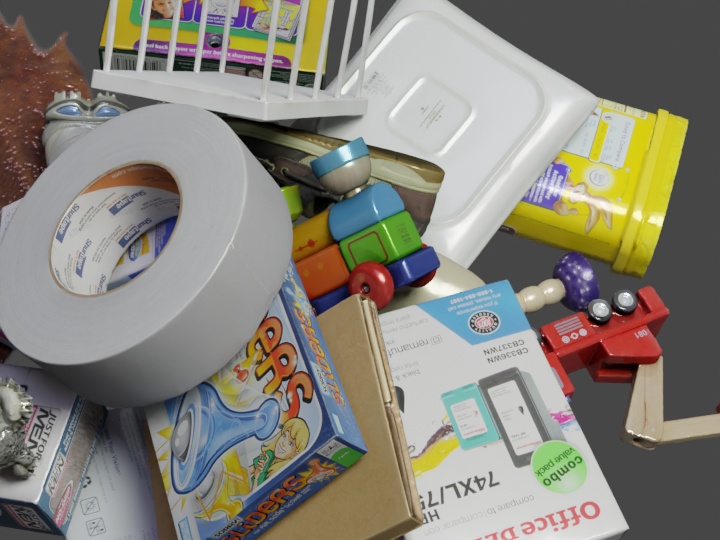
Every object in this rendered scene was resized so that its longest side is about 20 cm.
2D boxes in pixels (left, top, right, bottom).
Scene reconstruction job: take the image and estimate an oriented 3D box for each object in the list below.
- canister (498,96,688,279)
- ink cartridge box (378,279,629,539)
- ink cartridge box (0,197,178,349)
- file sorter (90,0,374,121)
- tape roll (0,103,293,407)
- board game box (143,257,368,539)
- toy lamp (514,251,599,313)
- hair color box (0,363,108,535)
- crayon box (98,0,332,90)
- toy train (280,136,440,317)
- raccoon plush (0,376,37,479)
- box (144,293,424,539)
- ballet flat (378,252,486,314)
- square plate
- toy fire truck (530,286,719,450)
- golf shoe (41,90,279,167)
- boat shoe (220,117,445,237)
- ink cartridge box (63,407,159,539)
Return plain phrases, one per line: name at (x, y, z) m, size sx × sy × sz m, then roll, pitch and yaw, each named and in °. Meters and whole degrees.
canister at (0.162, -0.090, 1.133) m, size 0.198 × 0.087 × 0.149 m, roll 18°, pitch 59°, yaw 7°
ink cartridge box at (0.067, 0.142, 0.934) m, size 0.145 × 0.147 × 0.201 m, roll -15°, pitch 60°, yaw -16°
ink cartridge box at (-0.196, -0.026, 1.012) m, size 0.199 × 0.042 × 0.120 m, roll -23°, pitch 52°, yaw 27°
file sorter at (-0.083, -0.185, 0.992) m, size 0.138 × 0.126 × 0.200 m, roll 13°, pitch 11°, yaw 18°
tape roll at (-0.147, -0.012, 0.892) m, size 0.199 × 0.066 × 0.202 m, roll -15°, pitch 53°, yaw 21°
board game box at (-0.083, 0.074, 0.883) m, size 0.135 × 0.034 × 0.201 m, roll -40°, pitch 48°, yaw 17°
toy lamp at (0.093, 0.040, 1.060) m, size 0.198 × 0.058 × 0.058 m, roll -17°, pitch 60°, yaw -20°
hair color box at (-0.289, 0.117, 0.934) m, size 0.198 × 0.061 × 0.101 m, roll 6°, pitch 58°, yaw 15°
crayon box at (-0.124, -0.237, 1.211) m, size 0.198 × 0.058 × 0.174 m, roll 7°, pitch 55°, yaw -3°
toy train at (-0.049, -0.008, 0.972) m, size 0.084 × 0.199 × 0.117 m, roll -24°, pitch 89°, yaw -57°
raccoon plush at (-0.259, 0.048, 0.888) m, size 0.133 × 0.097 × 0.201 m, roll 8°, pitch 57°, yaw 6°
box at (-0.058, 0.129, 0.876) m, size 0.199 × 0.021 × 0.165 m, roll -31°, pitch 54°, yaw 24°
ballet flat at (0.000, 0.000, 1.026) m, size 0.198 × 0.070 × 0.070 m, roll 6°, pitch 53°, yaw 26°
square plate at (0.057, -0.119, 1.081) m, size 0.198 × 0.028 × 0.200 m, roll 37°, pitch 80°, yaw 19°
toy fire truck at (0.217, 0.089, 1.044) m, size 0.198 × 0.049 × 0.142 m, roll -19°, pitch 62°, yaw -18°
golf shoe at (-0.166, -0.096, 1.121) m, size 0.198 × 0.078 × 0.098 m, roll -3°, pitch 77°, yaw -4°
boat shoe at (-0.034, -0.073, 1.037) m, size 0.199 × 0.072 × 0.067 m, roll 15°, pitch 96°, yaw 19°
ink cartridge box at (-0.111, 0.176, 0.951) m, size 0.198 × 0.041 × 0.201 m, roll -15°, pitch 58°, yaw -13°
